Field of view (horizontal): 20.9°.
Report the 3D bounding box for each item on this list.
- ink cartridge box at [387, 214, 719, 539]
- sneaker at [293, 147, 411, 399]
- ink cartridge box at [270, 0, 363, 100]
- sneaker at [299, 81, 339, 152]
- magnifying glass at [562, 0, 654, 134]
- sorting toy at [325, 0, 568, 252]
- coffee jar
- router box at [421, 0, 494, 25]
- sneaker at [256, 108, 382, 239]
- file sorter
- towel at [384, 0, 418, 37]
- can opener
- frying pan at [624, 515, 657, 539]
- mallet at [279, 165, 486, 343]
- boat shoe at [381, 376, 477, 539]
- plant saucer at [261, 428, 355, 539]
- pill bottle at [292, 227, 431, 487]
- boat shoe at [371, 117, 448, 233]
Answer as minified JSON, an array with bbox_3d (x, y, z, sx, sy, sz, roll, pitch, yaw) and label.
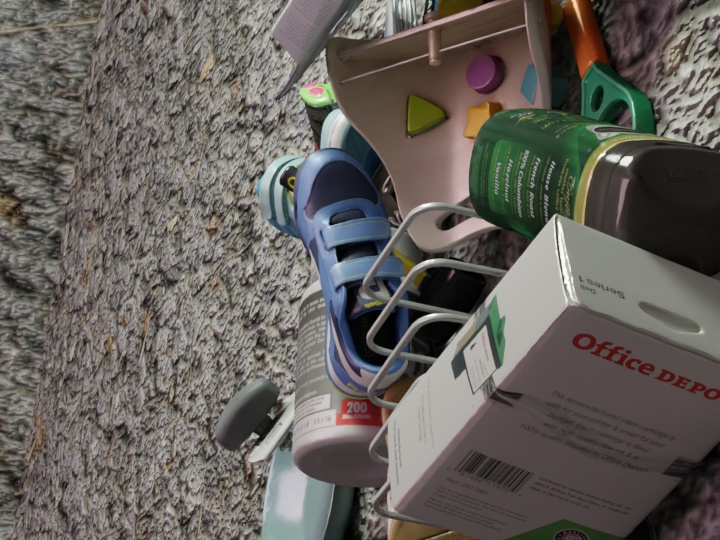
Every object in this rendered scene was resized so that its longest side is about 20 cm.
[{"bbox_3d":[0.128,0.078,1.169,0.200,0.146,0.084,-53,26,35],"label":"ink cartridge box"},{"bbox_3d":[0.000,0.000,1.518,0.082,0.074,0.200,164,93,-76],"label":"sneaker"},{"bbox_3d":[0.001,-0.254,1.542,0.200,0.041,0.200,-52,2,42],"label":"ink cartridge box"},{"bbox_3d":[-0.012,-0.125,1.801,0.200,0.077,0.084,62,-160,-78],"label":"sneaker"},{"bbox_3d":[0.172,-0.128,1.399,0.200,0.022,0.080,-96,25,-44],"label":"magnifying glass"},{"bbox_3d":[0.085,-0.111,1.501,0.200,0.107,0.180,-13,76,38],"label":"sorting toy"},{"bbox_3d":[0.156,-0.050,1.244,0.200,0.104,0.085,-154,69,-64],"label":"coffee jar"},{"bbox_3d":[0.114,-0.302,1.624,0.149,0.051,0.200,167,113,-67],"label":"router box"},{"bbox_3d":[-0.042,-0.083,1.730,0.080,0.130,0.200,-48,-29,-30],"label":"sneaker"},{"bbox_3d":[0.078,0.073,1.390,0.139,0.124,0.200,124,151,-50],"label":"file sorter"},{"bbox_3d":[0.034,-0.157,1.741,0.200,0.024,0.147,96,173,-56],"label":"towel"},{"bbox_3d":[-0.048,0.090,1.754,0.200,0.066,0.053,-51,18,-5],"label":"can opener"},{"bbox_3d":[0.142,0.199,1.284,0.190,0.031,0.115,-177,99,-69],"label":"frying pan"},{"bbox_3d":[0.008,-0.013,1.589,0.041,0.200,0.066,-4,-58,-65],"label":"mallet"},{"bbox_3d":[0.055,0.185,1.497,0.069,0.071,0.200,75,-168,-71],"label":"boat shoe"},{"bbox_3d":[-0.042,0.207,1.796,0.201,0.039,0.201,-169,90,-72],"label":"plant saucer"},{"bbox_3d":[0.003,0.070,1.628,0.114,0.114,0.200,132,145,-56],"label":"pill bottle"},{"bbox_3d":[0.054,-0.080,1.647,0.057,0.067,0.200,-98,30,-56],"label":"boat shoe"}]
